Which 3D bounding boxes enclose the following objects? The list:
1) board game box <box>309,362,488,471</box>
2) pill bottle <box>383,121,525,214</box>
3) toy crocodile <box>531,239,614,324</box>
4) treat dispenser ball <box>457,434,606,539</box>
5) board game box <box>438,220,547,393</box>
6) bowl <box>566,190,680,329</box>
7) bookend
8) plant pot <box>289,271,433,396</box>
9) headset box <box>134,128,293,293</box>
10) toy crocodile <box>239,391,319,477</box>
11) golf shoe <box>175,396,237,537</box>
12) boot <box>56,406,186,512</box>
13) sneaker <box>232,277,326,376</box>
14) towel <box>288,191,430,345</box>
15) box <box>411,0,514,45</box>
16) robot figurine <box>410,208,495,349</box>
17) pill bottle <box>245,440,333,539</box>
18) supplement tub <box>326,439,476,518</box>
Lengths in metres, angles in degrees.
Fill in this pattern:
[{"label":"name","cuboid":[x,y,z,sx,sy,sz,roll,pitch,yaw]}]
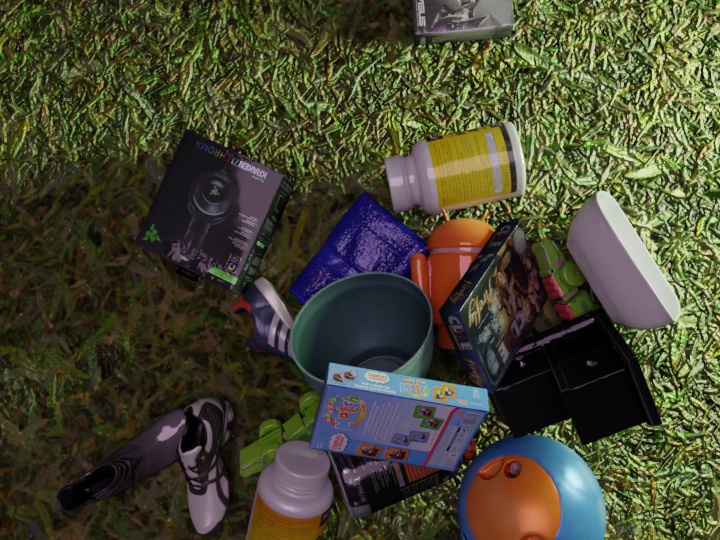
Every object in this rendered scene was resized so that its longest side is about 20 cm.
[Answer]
[{"label":"board game box","cuboid":[0.043,0.187,0.924,0.195,0.153,0.037,10,47,-7]},{"label":"pill bottle","cuboid":[0.137,-0.146,1.096,0.195,0.111,0.114,-12,84,2]},{"label":"toy crocodile","cuboid":[0.308,0.045,1.074,0.061,0.067,0.202,-33,95,-15]},{"label":"treat dispenser ball","cuboid":[0.229,0.326,1.001,0.196,0.201,0.206,0,85,4]},{"label":"board game box","cuboid":[0.186,0.046,1.004,0.200,0.034,0.137,-49,124,-38]},{"label":"bowl","cuboid":[0.362,-0.008,1.039,0.074,0.199,0.202,-34,83,26]},{"label":"bookend","cuboid":[0.259,0.154,0.967,0.197,0.199,0.094,-24,100,12]},{"label":"plant pot","cuboid":[0.014,0.121,1.022,0.196,0.136,0.202,-10,41,9]},{"label":"headset box","cuboid":[-0.222,-0.080,1.125,0.171,0.093,0.203,25,87,6]},{"label":"toy crocodile","cuboid":[-0.095,0.245,1.097,0.198,0.068,0.062,-34,120,2]},{"label":"golf shoe","cuboid":[-0.239,0.288,1.084,0.076,0.094,0.205,-3,81,28]},{"label":"boot","cuboid":[-0.333,0.281,1.079,0.199,0.132,0.070,-41,83,-1]},{"label":"sneaker","cuboid":[-0.119,0.111,1.112,0.084,0.075,0.201,-38,74,-1]},{"label":"towel","cuboid":[0.000,0.000,1.123,0.147,0.050,0.201,37,88,6]},{"label":"box","cuboid":[0.153,-0.463,1.156,0.155,0.048,0.205,-3,85,4]},{"label":"robot figurine","cuboid":[0.153,0.013,1.080,0.141,0.116,0.205,-1,85,21]},{"label":"pill bottle","cuboid":[-0.100,0.345,1.035,0.107,0.109,0.204,16,112,5]},{"label":"supplement tub","cuboid":[0.057,0.258,1.051,0.196,0.123,0.125,-20,84,-9]}]
